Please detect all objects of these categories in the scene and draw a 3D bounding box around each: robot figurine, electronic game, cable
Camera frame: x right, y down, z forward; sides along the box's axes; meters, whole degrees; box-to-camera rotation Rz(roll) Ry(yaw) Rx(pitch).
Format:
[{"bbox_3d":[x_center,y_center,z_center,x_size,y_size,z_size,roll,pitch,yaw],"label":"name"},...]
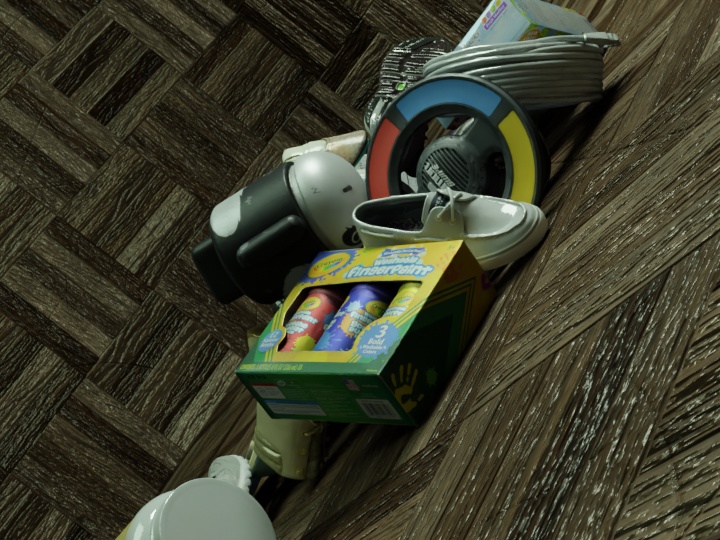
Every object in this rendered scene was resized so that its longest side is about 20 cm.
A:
[{"bbox_3d":[-0.079,-0.040,1.396,0.199,0.125,0.151,-30,42,17],"label":"robot figurine"},{"bbox_3d":[0.091,-0.095,1.311,0.200,0.200,0.041,-50,-20,25],"label":"electronic game"},{"bbox_3d":[0.167,-0.207,1.429,0.198,0.070,0.200,-8,4,-16],"label":"cable"}]

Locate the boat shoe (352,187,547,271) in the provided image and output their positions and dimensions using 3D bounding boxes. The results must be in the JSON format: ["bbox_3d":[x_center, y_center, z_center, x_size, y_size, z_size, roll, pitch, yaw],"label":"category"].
[{"bbox_3d":[0.080,-0.047,1.254,0.198,0.069,0.072,3,54,39],"label":"boat shoe"}]

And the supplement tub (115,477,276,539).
[{"bbox_3d":[-0.178,0.302,1.272,0.200,0.145,0.146,-48,7,41],"label":"supplement tub"}]

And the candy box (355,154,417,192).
[{"bbox_3d":[0.042,-0.094,1.736,0.168,0.198,0.072,137,124,-64],"label":"candy box"}]

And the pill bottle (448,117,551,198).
[{"bbox_3d":[0.127,-0.101,1.438,0.112,0.112,0.200,-53,5,-12],"label":"pill bottle"}]

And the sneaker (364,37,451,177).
[{"bbox_3d":[0.055,-0.179,1.530,0.201,0.075,0.116,-60,-28,-43],"label":"sneaker"}]

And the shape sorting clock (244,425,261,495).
[{"bbox_3d":[-0.149,0.264,1.686,0.200,0.039,0.202,-156,89,-88],"label":"shape sorting clock"}]

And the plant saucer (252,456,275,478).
[{"bbox_3d":[-0.059,0.170,1.566,0.202,0.038,0.201,-59,-7,-11],"label":"plant saucer"}]

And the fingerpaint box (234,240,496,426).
[{"bbox_3d":[0.003,0.057,1.239,0.199,0.074,0.167,-3,43,46],"label":"fingerpaint box"}]

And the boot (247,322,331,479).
[{"bbox_3d":[-0.039,0.149,1.392,0.073,0.198,0.157,-19,-65,-52],"label":"boot"}]

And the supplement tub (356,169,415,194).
[{"bbox_3d":[0.000,0.000,1.504,0.145,0.144,0.201,-48,27,42],"label":"supplement tub"}]

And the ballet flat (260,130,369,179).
[{"bbox_3d":[-0.074,-0.098,1.494,0.200,0.067,0.068,-46,25,25],"label":"ballet flat"}]

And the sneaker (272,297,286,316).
[{"bbox_3d":[-0.028,0.060,1.616,0.199,0.074,0.080,4,-53,-40],"label":"sneaker"}]

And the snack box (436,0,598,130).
[{"bbox_3d":[0.190,-0.249,1.620,0.199,0.068,0.169,-3,-41,-54],"label":"snack box"}]

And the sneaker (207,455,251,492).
[{"bbox_3d":[-0.168,0.266,1.507,0.200,0.081,0.076,-116,35,-72],"label":"sneaker"}]
